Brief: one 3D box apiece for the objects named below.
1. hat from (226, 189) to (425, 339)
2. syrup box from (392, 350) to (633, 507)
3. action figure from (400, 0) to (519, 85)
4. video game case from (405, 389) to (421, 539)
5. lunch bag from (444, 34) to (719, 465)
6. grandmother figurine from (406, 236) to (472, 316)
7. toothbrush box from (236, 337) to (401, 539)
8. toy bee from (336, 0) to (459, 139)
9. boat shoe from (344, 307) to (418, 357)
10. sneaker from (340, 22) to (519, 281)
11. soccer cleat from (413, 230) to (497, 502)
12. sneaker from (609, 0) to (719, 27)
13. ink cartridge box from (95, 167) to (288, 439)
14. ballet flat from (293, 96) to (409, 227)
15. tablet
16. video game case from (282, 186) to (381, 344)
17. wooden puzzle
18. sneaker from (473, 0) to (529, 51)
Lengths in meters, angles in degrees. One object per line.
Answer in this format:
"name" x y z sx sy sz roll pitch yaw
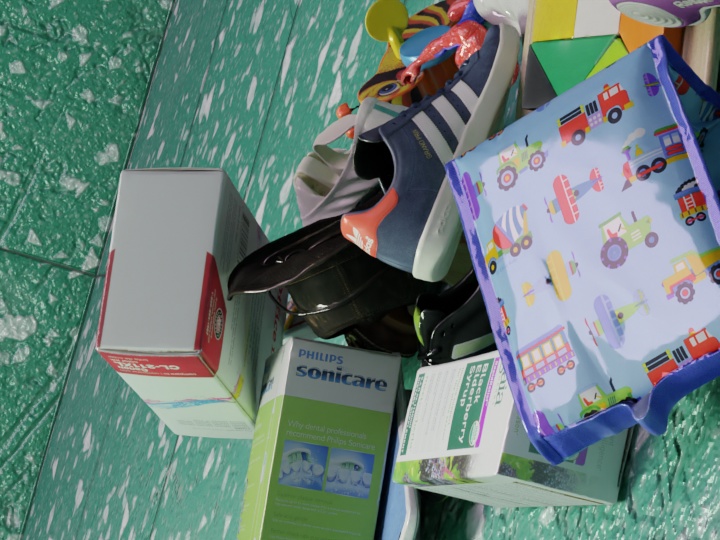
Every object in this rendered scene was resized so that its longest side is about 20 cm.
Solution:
"hat" 0.000 0.000 1.558 0.200 0.081 0.201 -28 8 5
"syrup box" 0.092 0.098 1.346 0.200 0.081 0.079 157 127 -73
"action figure" 0.071 -0.145 1.620 0.099 0.065 0.200 -47 8 12
"video game case" 0.002 0.219 1.663 0.182 0.022 0.200 121 159 -45
"lunch bag" 0.141 0.000 1.193 0.150 0.094 0.200 -31 46 27
"grandmother figurine" 0.061 -0.023 1.641 0.121 0.061 0.200 -49 12 -12
"toothbrush box" -0.036 0.159 1.596 0.146 0.086 0.200 137 141 -77
"toy bee" 0.033 -0.151 1.744 0.200 0.109 0.131 -52 -56 -74
"boat shoe" 0.017 0.035 1.721 0.070 0.070 0.200 -63 8 13
"sneaker" 0.045 -0.090 1.445 0.075 0.084 0.200 96 -166 -57
"soccer cleat" 0.066 0.061 1.484 0.068 0.081 0.200 -113 42 -68
"sneaker" 0.207 -0.189 1.208 0.200 0.075 0.100 6 74 60
"ink cartridge box" -0.122 0.029 1.657 0.200 0.083 0.146 62 -149 -65
"ballet flat" -0.013 -0.078 1.707 0.200 0.069 0.070 134 149 -55
"tablet" 0.018 0.163 1.572 0.200 0.014 0.130 -94 17 -58
"video game case" -0.025 -0.003 1.785 0.143 0.017 0.200 -61 10 -13
"wooden puzzle" 0.156 -0.166 1.360 0.185 0.037 0.200 3 81 57
"sneaker" 0.126 -0.201 1.529 0.200 0.075 0.089 -113 14 -54
